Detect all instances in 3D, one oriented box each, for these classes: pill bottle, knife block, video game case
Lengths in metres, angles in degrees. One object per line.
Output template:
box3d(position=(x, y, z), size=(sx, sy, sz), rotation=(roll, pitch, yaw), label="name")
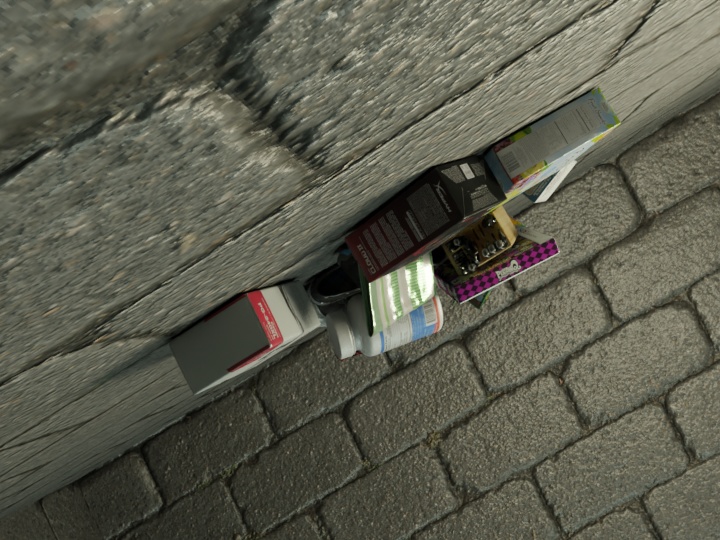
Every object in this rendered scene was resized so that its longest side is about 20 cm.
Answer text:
box3d(position=(0.040, 0.086, 1.258), size=(0.195, 0.115, 0.112), rotation=(-17, 172, -14), label="pill bottle")
box3d(position=(0.218, -0.061, 1.147), size=(0.198, 0.065, 0.175), rotation=(-32, 180, -26), label="knife block")
box3d(position=(0.234, -0.016, 1.262), size=(0.196, 0.037, 0.181), rotation=(-26, -167, -2), label="video game case")

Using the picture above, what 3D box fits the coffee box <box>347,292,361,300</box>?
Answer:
box3d(position=(0.028, 0.037, 1.389), size=(0.199, 0.123, 0.044), rotation=(-36, -165, 37), label="coffee box")

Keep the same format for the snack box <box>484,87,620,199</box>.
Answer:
box3d(position=(0.261, -0.171, 1.048), size=(0.197, 0.069, 0.169), rotation=(-31, 175, -13), label="snack box")

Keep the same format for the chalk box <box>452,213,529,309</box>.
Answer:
box3d(position=(0.236, -0.019, 1.430), size=(0.200, 0.123, 0.126), rotation=(-47, 165, -26), label="chalk box")

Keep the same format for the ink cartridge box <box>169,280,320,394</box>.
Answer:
box3d(position=(-0.161, 0.092, 1.028), size=(0.143, 0.085, 0.199), rotation=(-32, 175, 17), label="ink cartridge box")

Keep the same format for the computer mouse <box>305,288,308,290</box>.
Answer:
box3d(position=(-0.173, 0.108, 1.326), size=(0.197, 0.047, 0.140), rotation=(-29, 173, -26), label="computer mouse")

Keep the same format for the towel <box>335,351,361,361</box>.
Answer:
box3d(position=(0.036, 0.121, 1.423), size=(0.145, 0.023, 0.199), rotation=(-48, -169, -29), label="towel")

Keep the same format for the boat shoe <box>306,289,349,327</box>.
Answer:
box3d(position=(-0.040, 0.080, 1.324), size=(0.067, 0.074, 0.199), rotation=(-15, 150, 24), label="boat shoe")

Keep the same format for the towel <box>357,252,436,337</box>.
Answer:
box3d(position=(0.061, -0.002, 1.097), size=(0.023, 0.157, 0.199), rotation=(0, -166, 34), label="towel")

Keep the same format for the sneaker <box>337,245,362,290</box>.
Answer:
box3d(position=(0.028, 0.008, 1.114), size=(0.073, 0.083, 0.200), rotation=(-37, 152, 7), label="sneaker")

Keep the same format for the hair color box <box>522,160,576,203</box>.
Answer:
box3d(position=(0.342, -0.183, 1.294), size=(0.101, 0.060, 0.199), rotation=(-53, 168, 17), label="hair color box")

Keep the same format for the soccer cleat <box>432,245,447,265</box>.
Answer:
box3d(position=(0.130, -0.039, 1.319), size=(0.067, 0.087, 0.200), rotation=(19, 148, -16), label="soccer cleat")

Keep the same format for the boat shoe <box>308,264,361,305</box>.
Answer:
box3d(position=(0.000, 0.000, 1.224), size=(0.196, 0.072, 0.066), rotation=(-22, 175, -13), label="boat shoe")

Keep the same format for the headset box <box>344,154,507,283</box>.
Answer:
box3d(position=(0.083, -0.066, 0.962), size=(0.198, 0.076, 0.148), rotation=(-35, 174, 36), label="headset box")
